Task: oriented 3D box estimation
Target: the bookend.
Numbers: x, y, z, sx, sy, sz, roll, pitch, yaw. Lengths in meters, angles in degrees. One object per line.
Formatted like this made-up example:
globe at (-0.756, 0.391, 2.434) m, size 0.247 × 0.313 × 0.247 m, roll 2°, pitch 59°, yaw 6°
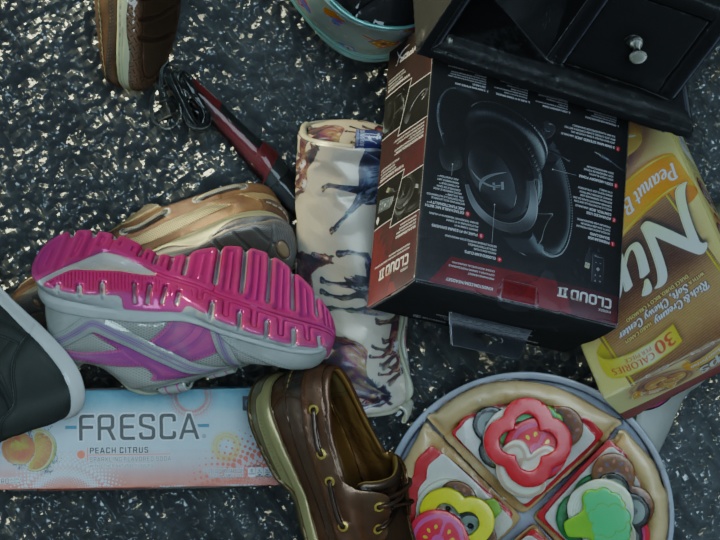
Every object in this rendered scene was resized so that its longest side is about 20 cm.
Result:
bookend at (0.162, -0.201, 1.607) m, size 0.199 × 0.199 × 0.092 m, roll 16°, pitch 46°, yaw -20°

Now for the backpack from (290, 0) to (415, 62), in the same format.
backpack at (0.031, -0.239, 1.745) m, size 0.200 × 0.153 × 0.176 m, roll -32°, pitch 90°, yaw -20°

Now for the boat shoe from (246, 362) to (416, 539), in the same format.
boat shoe at (-0.001, 0.151, 1.699) m, size 0.067 × 0.072 × 0.201 m, roll -22°, pitch 100°, yaw 33°

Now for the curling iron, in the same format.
curling iron at (-0.069, -0.065, 1.782) m, size 0.200 × 0.026 × 0.050 m, roll 44°, pitch 52°, yaw -11°

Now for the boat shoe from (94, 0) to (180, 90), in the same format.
boat shoe at (-0.165, -0.225, 1.773) m, size 0.074 × 0.075 × 0.204 m, roll 4°, pitch 88°, yaw 21°

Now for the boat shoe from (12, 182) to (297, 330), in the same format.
boat shoe at (-0.139, -0.005, 1.755) m, size 0.199 × 0.072 × 0.076 m, roll -16°, pitch 132°, yaw 6°

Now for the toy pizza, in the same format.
toy pizza at (0.112, 0.168, 1.753) m, size 0.199 × 0.032 × 0.201 m, roll 1°, pitch 101°, yaw 6°

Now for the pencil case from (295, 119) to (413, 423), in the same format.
pencil case at (0.000, 0.000, 1.744) m, size 0.089 × 0.078 × 0.201 m, roll 5°, pitch 100°, yaw 24°

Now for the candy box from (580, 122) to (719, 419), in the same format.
candy box at (0.185, -0.016, 1.742) m, size 0.115 × 0.055 × 0.201 m, roll -28°, pitch 62°, yaw 13°

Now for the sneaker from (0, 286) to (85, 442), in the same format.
sneaker at (-0.278, 0.046, 1.684) m, size 0.200 × 0.071 × 0.099 m, roll 37°, pitch 43°, yaw 29°

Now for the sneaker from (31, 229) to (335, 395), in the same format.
sneaker at (-0.115, 0.036, 1.690) m, size 0.199 × 0.082 × 0.089 m, roll 11°, pitch 128°, yaw 5°

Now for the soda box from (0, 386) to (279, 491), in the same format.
soda box at (-0.153, 0.113, 1.743) m, size 0.199 × 0.064 × 0.069 m, roll 0°, pitch 86°, yaw -7°

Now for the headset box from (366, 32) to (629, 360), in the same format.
headset box at (0.090, -0.044, 1.673) m, size 0.148 × 0.077 × 0.201 m, roll 12°, pitch 71°, yaw -21°

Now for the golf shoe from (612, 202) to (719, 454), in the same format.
golf shoe at (0.227, 0.049, 1.787) m, size 0.092 × 0.073 × 0.201 m, roll 20°, pitch 83°, yaw -6°
